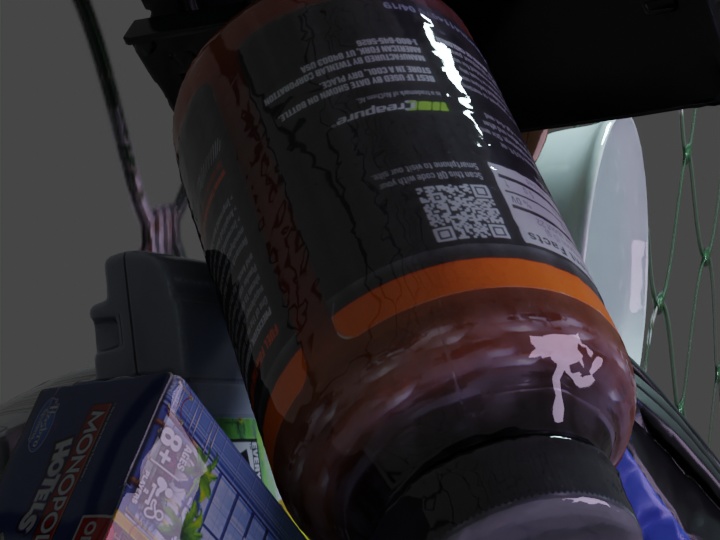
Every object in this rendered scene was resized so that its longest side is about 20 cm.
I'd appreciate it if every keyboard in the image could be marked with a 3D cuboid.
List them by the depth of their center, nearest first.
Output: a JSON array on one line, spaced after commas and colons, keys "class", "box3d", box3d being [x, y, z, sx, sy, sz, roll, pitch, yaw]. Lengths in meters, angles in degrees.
[{"class": "keyboard", "box3d": [0.022, -0.087, 0.643, 0.104, 0.198, 0.040, 60, 30, -48]}]

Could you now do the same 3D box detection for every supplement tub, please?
[{"class": "supplement tub", "box3d": [0.014, 0.012, 0.560, 0.107, 0.106, 0.201, 71, -1, -48]}]

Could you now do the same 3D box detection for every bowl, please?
[{"class": "bowl", "box3d": [0.110, 0.006, 1.147, 0.201, 0.089, 0.203, 2, 90, -71]}]

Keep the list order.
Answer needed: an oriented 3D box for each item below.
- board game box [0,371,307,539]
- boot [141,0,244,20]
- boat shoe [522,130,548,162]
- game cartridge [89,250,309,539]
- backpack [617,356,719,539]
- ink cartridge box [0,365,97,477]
[{"class": "board game box", "box3d": [-0.037, 0.166, 0.508, 0.200, 0.061, 0.201, 41, 56, -33]}, {"class": "boot", "box3d": [0.010, -0.111, 0.697, 0.201, 0.166, 0.077, 67, 13, -50]}, {"class": "boat shoe", "box3d": [0.000, 0.000, 0.765, 0.200, 0.073, 0.063, -48, -173, -2]}, {"class": "game cartridge", "box3d": [-0.034, 0.097, 0.630, 0.133, 0.040, 0.202, 12, 69, -71]}, {"class": "backpack", "box3d": [0.075, 0.122, 0.752, 0.201, 0.167, 0.163, 56, 0, -15]}, {"class": "ink cartridge box", "box3d": [-0.090, 0.144, 0.570, 0.162, 0.057, 0.202, -31, 104, -66]}]
